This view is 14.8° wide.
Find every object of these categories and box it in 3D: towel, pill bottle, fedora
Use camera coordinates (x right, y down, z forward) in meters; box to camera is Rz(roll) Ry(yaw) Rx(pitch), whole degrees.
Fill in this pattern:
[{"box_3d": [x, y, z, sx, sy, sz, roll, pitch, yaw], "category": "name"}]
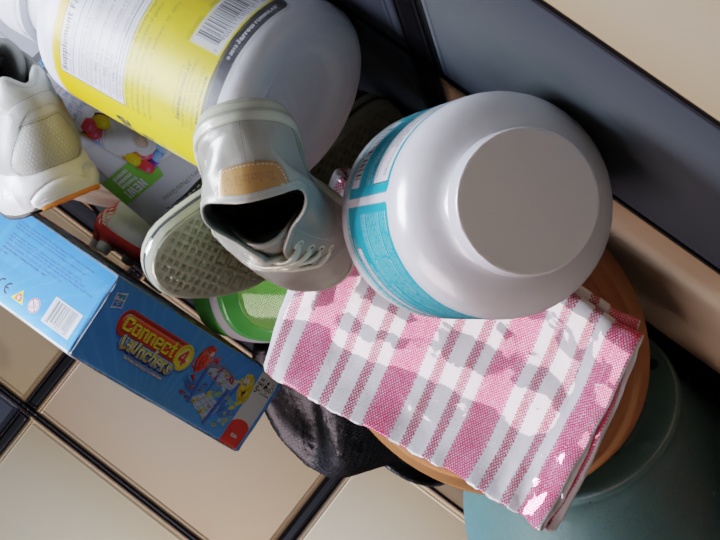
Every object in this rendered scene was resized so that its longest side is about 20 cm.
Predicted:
[{"box_3d": [0.047, 0.045, 1.542, 0.200, 0.147, 0.030, 28, -147, 12], "category": "towel"}, {"box_3d": [0.059, -0.030, 1.372, 0.111, 0.111, 0.200, 39, 174, -8], "category": "pill bottle"}, {"box_3d": [-0.105, -0.130, 1.517, 0.200, 0.112, 0.112, 30, 170, 31], "category": "pill bottle"}, {"box_3d": [-0.010, 0.061, 1.776, 0.200, 0.091, 0.201, 36, 141, 36], "category": "fedora"}]

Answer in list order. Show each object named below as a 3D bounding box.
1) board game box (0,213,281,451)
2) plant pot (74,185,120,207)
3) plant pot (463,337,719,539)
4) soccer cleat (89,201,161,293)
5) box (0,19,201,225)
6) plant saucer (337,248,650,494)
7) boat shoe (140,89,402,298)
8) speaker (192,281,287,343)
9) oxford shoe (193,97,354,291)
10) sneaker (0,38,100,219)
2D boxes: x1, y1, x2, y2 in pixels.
[{"box_3d": [-0.175, 0.016, 1.726, 0.200, 0.056, 0.196, 33, 178, 35], "category": "board game box"}, {"box_3d": [-0.187, -0.104, 1.914, 0.200, 0.093, 0.201, 20, -167, -5], "category": "plant pot"}, {"box_3d": [0.148, 0.136, 1.717, 0.200, 0.200, 0.188, 33, 160, 37], "category": "plant pot"}, {"box_3d": [-0.122, -0.038, 1.811, 0.069, 0.085, 0.200, 34, -174, 6], "category": "soccer cleat"}, {"box_3d": [-0.135, -0.123, 1.668, 0.200, 0.041, 0.156, 40, 129, -18], "category": "box"}, {"box_3d": [0.065, 0.044, 1.573, 0.200, 0.200, 0.037, 37, -145, 6], "category": "plant saucer"}, {"box_3d": [-0.058, -0.046, 1.565, 0.062, 0.200, 0.075, 21, 133, 34], "category": "boat shoe"}, {"box_3d": [0.000, 0.000, 1.659, 0.199, 0.089, 0.088, -2, 152, 28], "category": "speaker"}, {"box_3d": [-0.045, -0.024, 1.448, 0.200, 0.075, 0.058, 67, -168, -66], "category": "oxford shoe"}, {"box_3d": [-0.211, -0.095, 1.615, 0.200, 0.076, 0.092, 21, 128, 59], "category": "sneaker"}]
